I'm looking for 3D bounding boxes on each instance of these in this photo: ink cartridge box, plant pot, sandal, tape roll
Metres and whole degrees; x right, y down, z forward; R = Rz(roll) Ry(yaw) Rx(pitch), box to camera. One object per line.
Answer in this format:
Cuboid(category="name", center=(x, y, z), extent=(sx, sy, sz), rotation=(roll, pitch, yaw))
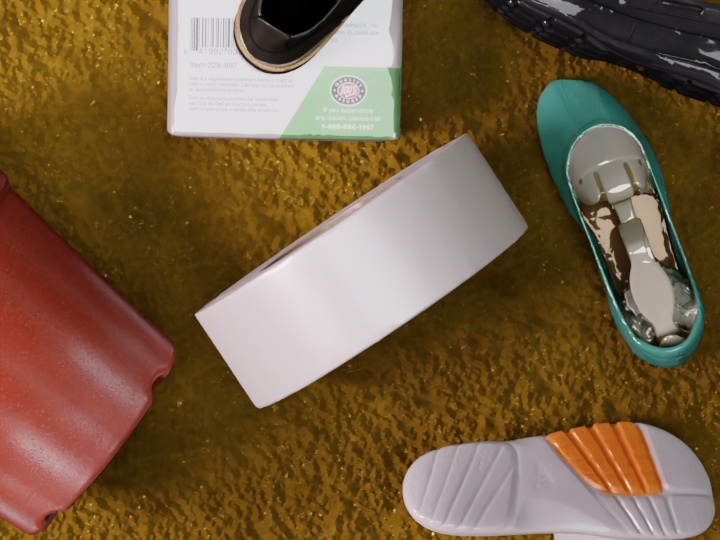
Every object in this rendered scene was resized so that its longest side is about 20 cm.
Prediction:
Cuboid(category="ink cartridge box", center=(-0.047, -0.182, 1.411), extent=(0.145, 0.088, 0.201), rotation=(1, 93, -4))
Cuboid(category="plant pot", center=(-0.231, 0.045, 1.366), extent=(0.195, 0.201, 0.201), rotation=(39, 89, -12))
Cuboid(category="sandal", center=(0.122, 0.143, 1.442), extent=(0.206, 0.059, 0.079), rotation=(1, 63, -13))
Cuboid(category="tape roll", center=(0.000, 0.000, 1.363), extent=(0.202, 0.202, 0.071), rotation=(-34, 93, -1))

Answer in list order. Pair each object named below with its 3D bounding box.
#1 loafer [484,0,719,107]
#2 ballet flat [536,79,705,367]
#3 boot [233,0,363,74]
Cuboid(category="loafer", center=(0.171, -0.165, 1.435), extent=(0.200, 0.068, 0.071), rotation=(19, 84, -9))
Cuboid(category="ballet flat", center=(0.171, -0.033, 1.434), extent=(0.067, 0.070, 0.201), rotation=(-22, 92, -2))
Cuboid(category="boot", center=(0.005, -0.202, 1.303), extent=(0.077, 0.138, 0.200), rotation=(32, 87, -5))
